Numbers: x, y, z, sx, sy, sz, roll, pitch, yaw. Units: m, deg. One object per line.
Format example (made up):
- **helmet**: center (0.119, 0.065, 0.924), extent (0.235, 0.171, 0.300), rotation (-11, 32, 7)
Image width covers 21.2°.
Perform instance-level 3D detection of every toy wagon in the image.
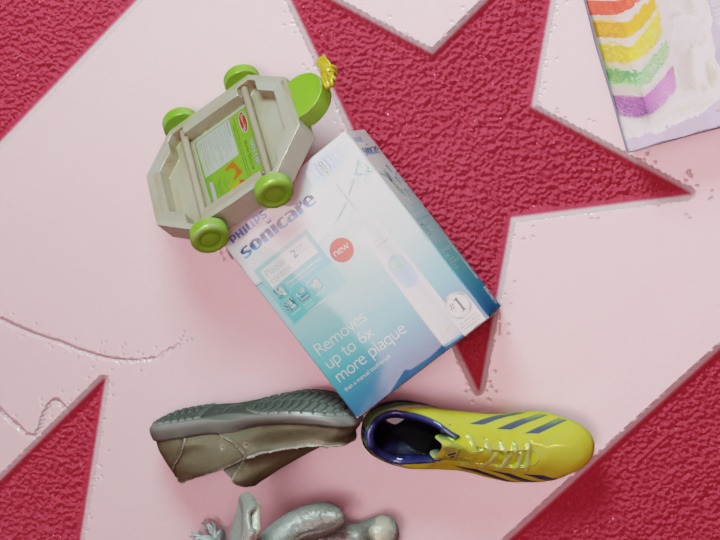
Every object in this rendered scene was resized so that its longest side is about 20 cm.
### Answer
- **toy wagon**: center (-0.094, -0.107, 1.629), extent (0.200, 0.040, 0.155), rotation (-33, 45, 16)

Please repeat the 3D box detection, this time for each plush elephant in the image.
- **plush elephant**: center (-0.076, 0.277, 1.651), extent (0.200, 0.155, 0.165), rotation (19, 99, 8)

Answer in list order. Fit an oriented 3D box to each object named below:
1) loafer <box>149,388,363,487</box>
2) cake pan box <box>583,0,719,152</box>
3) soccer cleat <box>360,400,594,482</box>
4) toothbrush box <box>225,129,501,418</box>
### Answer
- **loafer**: center (-0.086, 0.149, 1.684), extent (0.200, 0.075, 0.070), rotation (-7, 100, 26)
- **cake pan box**: center (0.291, -0.209, 1.589), extent (0.200, 0.052, 0.184), rotation (-14, 95, 12)
- **soccer cleat**: center (0.098, 0.150, 1.643), extent (0.200, 0.084, 0.065), rotation (6, 96, 10)
- **toothbrush box**: center (0.000, 0.000, 1.647), extent (0.146, 0.085, 0.200), rotation (-37, 87, 12)
